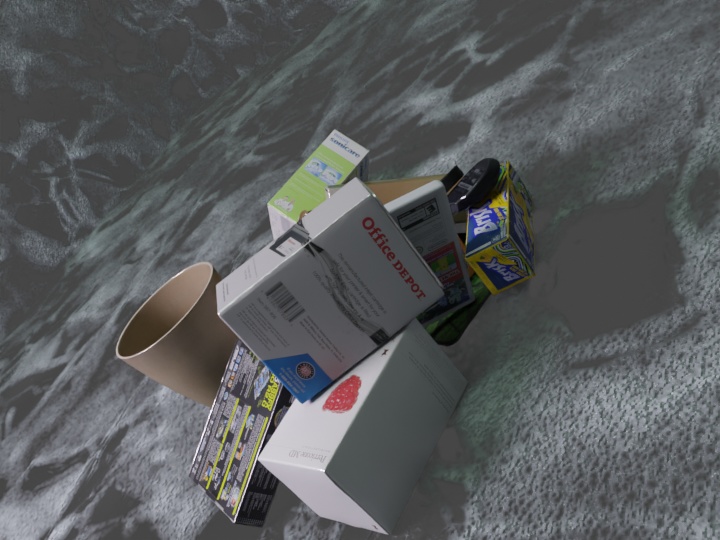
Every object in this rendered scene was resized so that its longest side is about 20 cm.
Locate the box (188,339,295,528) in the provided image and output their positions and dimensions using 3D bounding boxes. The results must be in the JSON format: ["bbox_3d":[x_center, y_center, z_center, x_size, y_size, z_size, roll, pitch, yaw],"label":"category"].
[{"bbox_3d":[-0.144,0.203,0.962,0.160,0.044,0.201,12,82,55],"label":"box"}]

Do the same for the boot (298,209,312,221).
[{"bbox_3d":[-0.076,-0.057,1.093,0.200,0.073,0.076,-178,95,-79],"label":"boot"}]

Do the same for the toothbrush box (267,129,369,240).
[{"bbox_3d":[-0.074,-0.135,1.373,0.200,0.086,0.146,-52,-14,-22],"label":"toothbrush box"}]

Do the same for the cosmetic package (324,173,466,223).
[{"bbox_3d":[0.050,-0.100,1.108,0.199,0.072,0.105,-7,9,-5],"label":"cosmetic package"}]

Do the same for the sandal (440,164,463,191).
[{"bbox_3d":[0.056,-0.078,1.025,0.200,0.048,0.075,-44,1,4],"label":"sandal"}]

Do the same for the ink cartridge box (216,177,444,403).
[{"bbox_3d":[-0.033,0.020,0.799,0.200,0.145,0.084,-37,24,3],"label":"ink cartridge box"}]

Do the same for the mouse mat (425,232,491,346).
[{"bbox_3d":[0.128,0.019,1.020,0.200,0.008,0.161,-51,27,-22],"label":"mouse mat"}]

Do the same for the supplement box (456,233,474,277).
[{"bbox_3d":[0.073,-0.014,1.062,0.069,0.067,0.200,-45,27,-18],"label":"supplement box"}]

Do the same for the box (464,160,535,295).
[{"bbox_3d":[0.185,-0.061,0.978,0.064,0.070,0.200,-28,26,27],"label":"box"}]

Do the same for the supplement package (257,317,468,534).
[{"bbox_3d":[0.007,0.164,0.823,0.121,0.120,0.200,-7,41,48],"label":"supplement package"}]

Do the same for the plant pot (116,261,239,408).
[{"bbox_3d":[-0.229,0.124,1.123,0.187,0.200,0.188,-31,27,18],"label":"plant pot"}]

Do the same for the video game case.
[{"bbox_3d":[0.031,0.009,0.898,0.199,0.183,0.023,-27,35,-8],"label":"video game case"}]

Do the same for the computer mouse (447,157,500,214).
[{"bbox_3d":[0.116,-0.067,0.979,0.200,0.034,0.059,-47,19,5],"label":"computer mouse"}]
